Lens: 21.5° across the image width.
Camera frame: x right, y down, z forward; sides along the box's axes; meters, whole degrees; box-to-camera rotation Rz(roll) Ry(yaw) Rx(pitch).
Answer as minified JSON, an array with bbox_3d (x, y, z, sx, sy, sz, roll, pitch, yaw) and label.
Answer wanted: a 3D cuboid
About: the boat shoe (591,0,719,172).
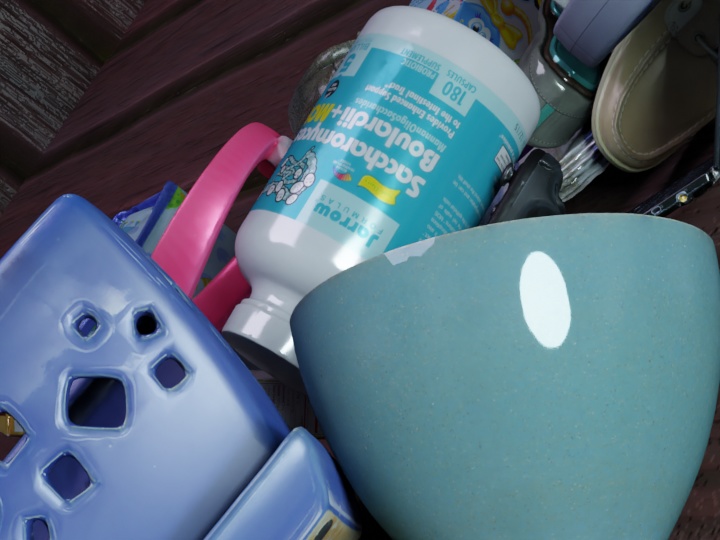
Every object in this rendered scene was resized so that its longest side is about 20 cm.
[{"bbox_3d":[0.209,-0.137,1.070,0.200,0.072,0.065,-47,17,-1],"label":"boat shoe"}]

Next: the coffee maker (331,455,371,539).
[{"bbox_3d":[-0.103,0.169,1.064,0.200,0.193,0.135,-30,11,46],"label":"coffee maker"}]

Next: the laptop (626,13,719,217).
[{"bbox_3d":[0.144,-0.083,0.967,0.199,0.104,0.177,-34,-2,21],"label":"laptop"}]

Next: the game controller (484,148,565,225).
[{"bbox_3d":[0.067,0.015,1.045,0.104,0.042,0.200,-48,-14,-23],"label":"game controller"}]

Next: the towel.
[{"bbox_3d":[0.101,-0.045,1.185,0.200,0.024,0.147,-43,7,11],"label":"towel"}]

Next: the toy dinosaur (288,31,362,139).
[{"bbox_3d":[-0.014,-0.114,1.236,0.102,0.077,0.201,-34,31,23],"label":"toy dinosaur"}]

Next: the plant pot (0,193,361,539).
[{"bbox_3d":[-0.113,0.113,0.877,0.200,0.179,0.200,-50,-13,-7],"label":"plant pot"}]

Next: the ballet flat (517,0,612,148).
[{"bbox_3d":[0.126,-0.130,1.194,0.064,0.067,0.200,-50,2,27],"label":"ballet flat"}]

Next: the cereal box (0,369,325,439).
[{"bbox_3d":[-0.109,0.075,1.083,0.144,0.198,0.040,173,99,-72],"label":"cereal box"}]

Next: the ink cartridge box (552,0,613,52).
[{"bbox_3d":[0.193,-0.225,1.122,0.200,0.160,0.047,-46,20,19],"label":"ink cartridge box"}]

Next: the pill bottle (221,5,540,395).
[{"bbox_3d":[0.006,-0.033,1.018,0.201,0.110,0.111,-59,19,-14],"label":"pill bottle"}]

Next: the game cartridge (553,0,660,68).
[{"bbox_3d":[0.166,-0.176,0.985,0.133,0.041,0.200,-42,-4,-15],"label":"game cartridge"}]

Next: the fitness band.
[{"bbox_3d":[-0.078,-0.011,1.097,0.144,0.037,0.200,-58,-7,-4],"label":"fitness band"}]

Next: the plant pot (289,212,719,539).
[{"bbox_3d":[0.076,0.073,0.858,0.200,0.199,0.136,-31,63,49],"label":"plant pot"}]

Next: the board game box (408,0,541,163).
[{"bbox_3d":[0.085,-0.150,1.340,0.105,0.103,0.201,-20,37,58],"label":"board game box"}]

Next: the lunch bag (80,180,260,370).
[{"bbox_3d":[-0.136,0.067,1.375,0.127,0.170,0.201,-25,32,56],"label":"lunch bag"}]
